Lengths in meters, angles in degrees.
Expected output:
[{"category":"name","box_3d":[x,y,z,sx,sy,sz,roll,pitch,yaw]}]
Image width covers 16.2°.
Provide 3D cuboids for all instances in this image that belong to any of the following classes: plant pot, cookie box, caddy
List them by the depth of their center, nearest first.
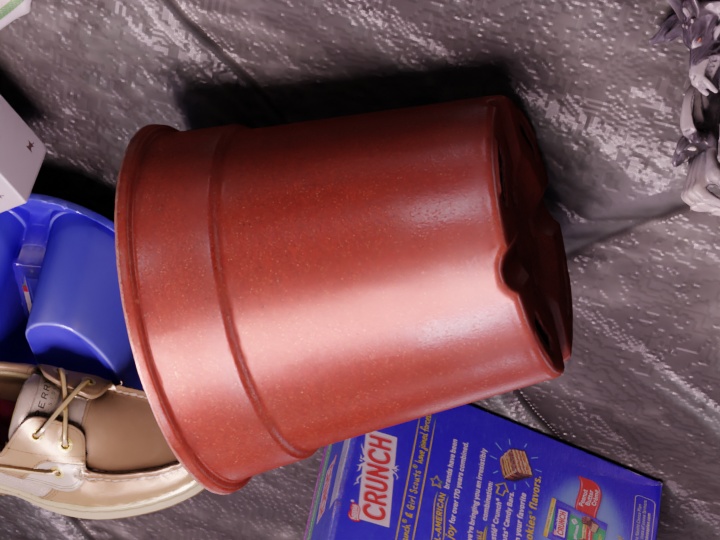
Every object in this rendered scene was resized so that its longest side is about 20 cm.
[{"category":"plant pot","box_3d":[0.000,0.000,1.325,0.194,0.201,0.201,-13,132,16]},{"category":"caddy","box_3d":[-0.180,0.039,1.466,0.140,0.105,0.201,7,140,12]},{"category":"cookie box","box_3d":[0.068,0.169,1.492,0.199,0.172,0.075,23,135,-9]}]

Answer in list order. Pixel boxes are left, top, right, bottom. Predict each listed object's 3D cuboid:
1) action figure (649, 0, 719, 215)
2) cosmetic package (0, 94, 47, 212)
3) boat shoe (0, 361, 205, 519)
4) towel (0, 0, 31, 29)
[{"category":"action figure","box_3d":[0.212,-0.080,1.234,0.200,0.102,0.119,33,147,-22]},{"category":"cosmetic package","box_3d":[-0.288,-0.096,1.358,0.150,0.052,0.200,-21,126,28]},{"category":"boat shoe","box_3d":[-0.172,0.087,1.376,0.199,0.074,0.067,1,144,17]},{"category":"towel","box_3d":[-0.282,-0.176,1.326,0.152,0.023,0.200,-29,122,37]}]
